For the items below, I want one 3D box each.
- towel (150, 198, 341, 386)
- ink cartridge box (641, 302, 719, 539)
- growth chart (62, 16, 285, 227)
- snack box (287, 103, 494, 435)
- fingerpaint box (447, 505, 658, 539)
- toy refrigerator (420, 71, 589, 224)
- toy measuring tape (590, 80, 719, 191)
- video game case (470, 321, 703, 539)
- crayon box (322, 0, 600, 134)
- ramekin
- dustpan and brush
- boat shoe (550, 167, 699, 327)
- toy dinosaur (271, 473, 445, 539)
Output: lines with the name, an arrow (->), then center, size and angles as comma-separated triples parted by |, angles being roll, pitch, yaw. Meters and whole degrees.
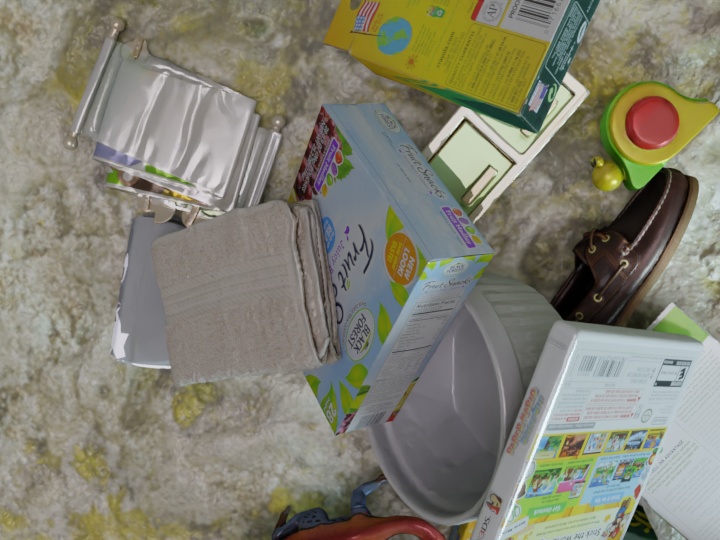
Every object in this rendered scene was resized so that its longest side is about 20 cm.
towel -> -0.101, 0.022, 0.692 | 0.198, 0.034, 0.135 | -14, 84, 40
ink cartridge box -> 0.291, 0.136, 0.742 | 0.199, 0.076, 0.148 | 40, 103, -1
growth chart -> -0.167, -0.117, 0.761 | 0.198, 0.018, 0.146 | 28, 91, 0
snack box -> 0.000, 0.000, 0.670 | 0.170, 0.067, 0.201 | 59, 141, 32
fingerpaint box -> 0.156, 0.294, 0.788 | 0.165, 0.073, 0.203 | 20, 102, 2
toy refrigerator -> 0.096, -0.097, 0.721 | 0.076, 0.070, 0.200 | 41, 102, -2
toy measuring tape -> 0.260, -0.147, 0.698 | 0.074, 0.074, 0.200 | 45, 95, -3
video game case -> 0.170, 0.130, 0.627 | 0.023, 0.198, 0.184 | 28, 104, 42
crayon box -> 0.077, -0.204, 0.674 | 0.199, 0.051, 0.128 | 28, 95, 31
ramekin -> 0.092, 0.096, 0.698 | 0.104, 0.199, 0.204 | -5, 103, -31
dustpan and brush -> -0.120, 0.032, 0.786 | 0.197, 0.057, 0.142 | 10, 90, 11
boat shoe -> 0.212, 0.000, 0.726 | 0.070, 0.070, 0.202 | 25, 103, -3
toy dinosaur -> -0.011, 0.254, 0.757 | 0.181, 0.198, 0.106 | -30, 81, 55
